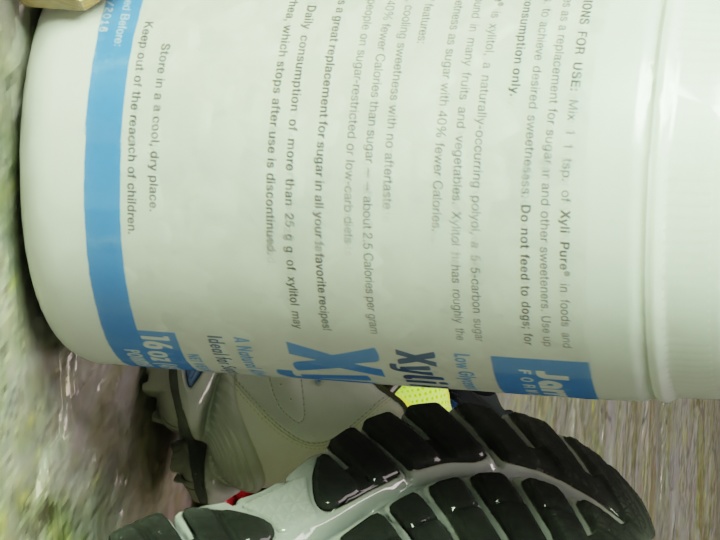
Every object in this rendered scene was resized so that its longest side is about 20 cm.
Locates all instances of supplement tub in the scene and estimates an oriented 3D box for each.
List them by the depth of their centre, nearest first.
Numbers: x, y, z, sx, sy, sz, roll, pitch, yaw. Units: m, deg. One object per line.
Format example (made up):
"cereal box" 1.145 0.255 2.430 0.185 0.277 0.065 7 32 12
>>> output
"supplement tub" 0.013 -0.032 0.850 0.132 0.199 0.133 4 90 -77

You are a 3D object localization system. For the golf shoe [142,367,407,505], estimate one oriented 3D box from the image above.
"golf shoe" 0.000 0.000 1.016 0.078 0.097 0.200 70 27 -44

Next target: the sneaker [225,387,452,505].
"sneaker" -0.013 0.077 1.055 0.200 0.078 0.091 -73 160 -44

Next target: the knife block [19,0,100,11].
"knife block" -0.057 -0.189 0.843 0.200 0.176 0.064 -35 147 -12

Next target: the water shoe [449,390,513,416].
"water shoe" 0.009 0.074 1.218 0.079 0.071 0.200 62 17 9

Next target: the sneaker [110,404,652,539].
"sneaker" -0.003 0.106 0.911 0.078 0.199 0.091 -124 -150 -41

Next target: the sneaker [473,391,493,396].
"sneaker" 0.050 -0.028 1.264 0.083 0.072 0.200 -54 -163 28
